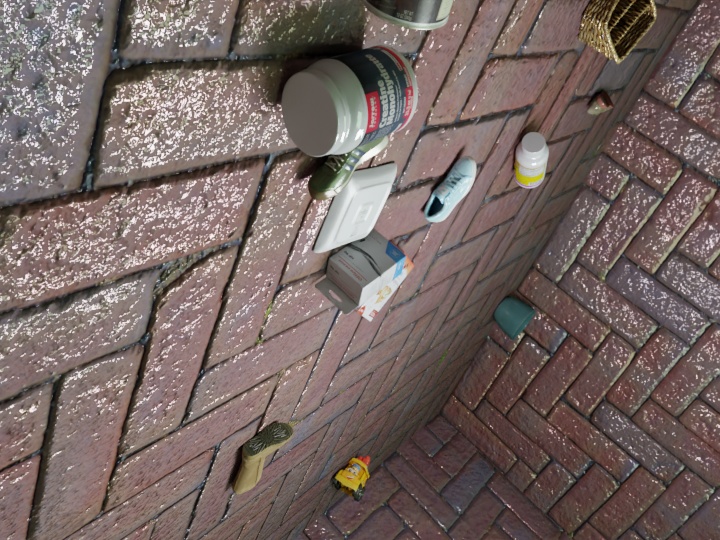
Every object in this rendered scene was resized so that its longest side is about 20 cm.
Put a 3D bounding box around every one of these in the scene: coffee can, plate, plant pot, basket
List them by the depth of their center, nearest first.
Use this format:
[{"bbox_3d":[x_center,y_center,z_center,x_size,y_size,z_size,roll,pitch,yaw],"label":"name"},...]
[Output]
[{"bbox_3d":[0.086,-0.466,0.914,0.145,0.146,0.203,-32,152,-38],"label":"coffee can"},{"bbox_3d":[-0.003,-0.131,1.431,0.198,0.032,0.203,-24,146,-52],"label":"plate"},{"bbox_3d":[0.723,-0.711,1.821,0.200,0.148,0.143,-46,159,-9],"label":"basket"},{"bbox_3d":[0.804,0.239,3.493,0.200,0.160,0.202,-42,158,-21],"label":"plant pot"}]

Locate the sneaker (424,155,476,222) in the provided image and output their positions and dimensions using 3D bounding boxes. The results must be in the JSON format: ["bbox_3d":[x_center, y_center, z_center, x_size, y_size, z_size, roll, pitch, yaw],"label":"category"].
[{"bbox_3d":[0.234,-0.209,1.734,0.081,0.073,0.203,-17,140,-59],"label":"sneaker"}]

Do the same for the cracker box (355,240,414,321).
[{"bbox_3d":[0.053,0.032,1.772,0.201,0.057,0.134,-51,158,0],"label":"cracker box"}]

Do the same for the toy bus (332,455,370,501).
[{"bbox_3d":[-0.021,0.911,2.955,0.194,0.133,0.201,-57,160,-22],"label":"toy bus"}]

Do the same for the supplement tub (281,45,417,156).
[{"bbox_3d":[-0.014,-0.267,1.039,0.198,0.140,0.142,-31,152,-42],"label":"supplement tub"}]

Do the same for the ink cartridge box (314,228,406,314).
[{"bbox_3d":[0.000,0.000,1.529,0.199,0.115,0.069,-36,155,-35],"label":"ink cartridge box"}]

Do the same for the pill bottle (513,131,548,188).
[{"bbox_3d":[0.541,-0.352,2.087,0.104,0.104,0.201,-46,158,-10],"label":"pill bottle"}]

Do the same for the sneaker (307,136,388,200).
[{"bbox_3d":[-0.027,-0.223,1.199,0.200,0.067,0.091,-44,150,-20],"label":"sneaker"}]

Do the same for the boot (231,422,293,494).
[{"bbox_3d":[-0.285,0.538,1.893,0.172,0.066,0.203,-18,143,-35],"label":"boot"}]

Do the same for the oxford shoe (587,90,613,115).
[{"bbox_3d":[0.889,-0.619,2.451,0.074,0.072,0.198,-32,174,34],"label":"oxford shoe"}]
